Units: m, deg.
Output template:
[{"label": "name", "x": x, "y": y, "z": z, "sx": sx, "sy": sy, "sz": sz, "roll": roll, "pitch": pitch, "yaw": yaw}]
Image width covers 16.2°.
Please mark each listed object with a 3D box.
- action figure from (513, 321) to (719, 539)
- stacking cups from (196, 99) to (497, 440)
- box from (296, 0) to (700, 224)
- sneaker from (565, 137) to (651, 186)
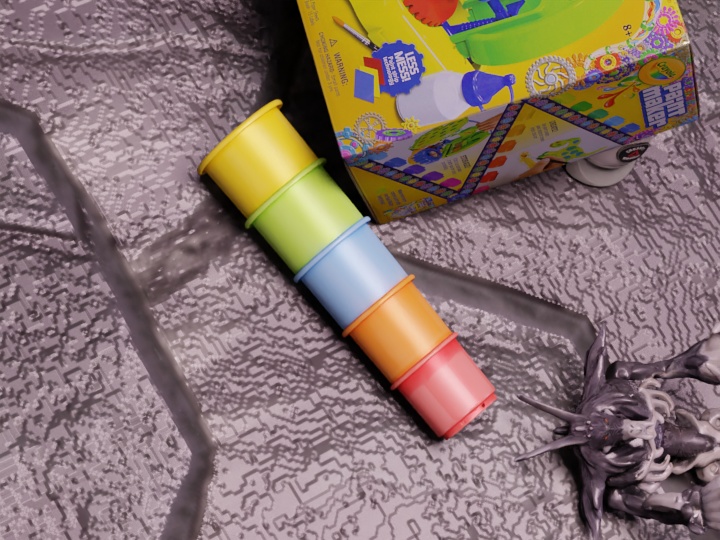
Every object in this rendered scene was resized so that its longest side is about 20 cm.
[{"label": "action figure", "x": 0.188, "y": 0.089, "z": 1.376, "sx": 0.199, "sy": 0.102, "sz": 0.120, "roll": 6, "pitch": 75, "yaw": -23}, {"label": "stacking cups", "x": 0.000, "y": 0.000, "z": 1.360, "sx": 0.200, "sy": 0.061, "sz": 0.060, "roll": 48, "pitch": 57, "yaw": 2}, {"label": "box", "x": 0.063, "y": -0.161, "z": 1.379, "sx": 0.192, "sy": 0.122, "sz": 0.201, "roll": -18, "pitch": 71, "yaw": 4}, {"label": "sneaker", "x": 0.126, "y": -0.157, "z": 1.475, "sx": 0.074, "sy": 0.089, "sz": 0.201, "roll": -17, "pitch": 73, "yaw": -28}]
